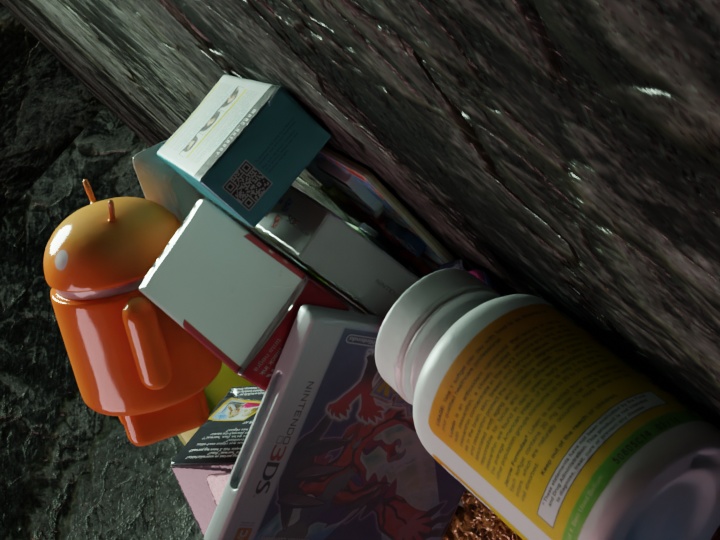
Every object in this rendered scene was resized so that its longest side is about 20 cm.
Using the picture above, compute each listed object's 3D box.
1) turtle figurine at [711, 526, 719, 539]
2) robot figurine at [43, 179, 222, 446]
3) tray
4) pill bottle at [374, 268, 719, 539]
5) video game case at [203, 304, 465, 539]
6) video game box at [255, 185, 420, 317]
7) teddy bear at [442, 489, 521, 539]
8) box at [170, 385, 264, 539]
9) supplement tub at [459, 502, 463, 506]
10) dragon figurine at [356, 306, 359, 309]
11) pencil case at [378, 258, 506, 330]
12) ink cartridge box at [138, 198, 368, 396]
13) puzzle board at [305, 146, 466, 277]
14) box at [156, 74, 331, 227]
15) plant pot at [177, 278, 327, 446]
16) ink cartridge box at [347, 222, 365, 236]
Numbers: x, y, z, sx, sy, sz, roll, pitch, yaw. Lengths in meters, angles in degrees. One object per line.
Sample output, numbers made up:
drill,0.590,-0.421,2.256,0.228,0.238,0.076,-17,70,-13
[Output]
turtle figurine,0.238,0.240,1.022,0.194,0.200,0.144,46,143,8
robot figurine,-0.175,0.031,1.194,0.144,0.116,0.201,-51,-47,-58
tray,-0.102,-0.026,1.250,0.022,0.107,0.201,42,154,53
pill bottle,0.099,0.082,0.863,0.200,0.111,0.111,40,176,40
video game case,0.008,0.119,1.079,0.199,0.183,0.023,10,-160,-39
video game box,0.000,0.000,1.174,0.200,0.047,0.182,36,178,-30
teddy bear,0.117,0.168,1.155,0.199,0.146,0.067,7,-174,35
box,-0.045,0.206,1.282,0.131,0.115,0.201,-5,119,30
supplement tub,0.138,0.202,1.345,0.145,0.145,0.200,40,-170,25
dragon figurine,0.067,0.090,1.355,0.199,0.059,0.099,18,166,-19
pencil case,0.108,0.084,1.029,0.200,0.088,0.088,45,176,-19
ink cartridge box,-0.039,0.051,1.122,0.200,0.083,0.147,37,178,-44
puzzle board,0.013,-0.038,1.133,0.151,0.017,0.200,44,176,-26
box,-0.086,-0.088,1.095,0.049,0.082,0.200,41,177,-18
plant pot,-0.083,0.101,1.434,0.201,0.181,0.199,57,-178,-12
ink cartridge box,0.037,0.035,1.470,0.200,0.048,0.145,43,176,-15
